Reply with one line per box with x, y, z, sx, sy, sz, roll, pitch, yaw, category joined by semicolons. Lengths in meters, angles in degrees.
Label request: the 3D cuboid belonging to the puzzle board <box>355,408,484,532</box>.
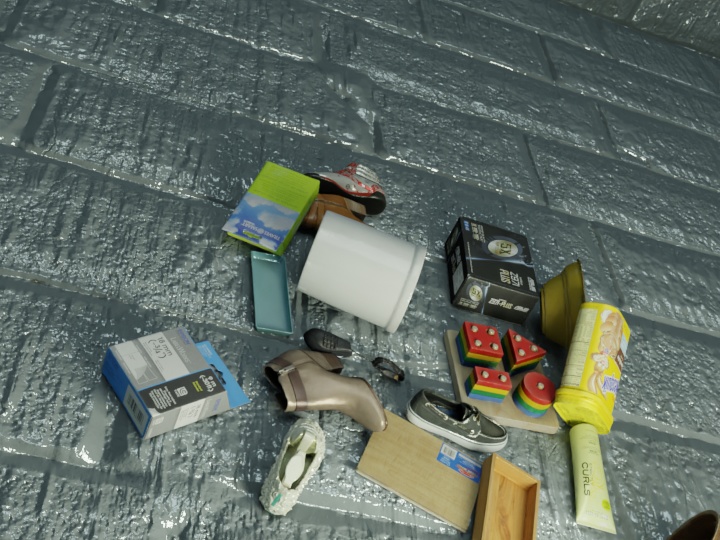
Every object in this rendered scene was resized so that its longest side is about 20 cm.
0.100;0.325;1.562;0.198;0.018;0.151;29;36;2;puzzle board

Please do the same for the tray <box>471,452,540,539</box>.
0.233;0.396;1.528;0.098;0.037;0.201;32;37;-9;tray

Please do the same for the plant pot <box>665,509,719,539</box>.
0.559;0.513;1.476;0.198;0.201;0.200;40;39;7;plant pot

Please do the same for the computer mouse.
-0.011;0.155;1.672;0.198;0.059;0.034;24;59;-10;computer mouse

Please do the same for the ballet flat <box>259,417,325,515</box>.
-0.092;0.286;1.455;0.071;0.072;0.201;25;37;-1;ballet flat

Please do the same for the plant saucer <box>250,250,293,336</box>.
-0.164;0.042;1.737;0.069;0.019;0.201;11;41;-19;plant saucer

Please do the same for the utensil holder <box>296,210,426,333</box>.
0.000;0.000;1.763;0.198;0.171;0.171;21;37;-1;utensil holder

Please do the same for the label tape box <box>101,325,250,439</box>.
-0.279;0.163;1.491;0.198;0.064;0.145;-15;54;-41;label tape box

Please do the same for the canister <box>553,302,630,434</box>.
0.428;0.178;1.753;0.086;0.149;0.202;5;65;32;canister

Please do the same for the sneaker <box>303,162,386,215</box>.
-0.043;-0.186;2.036;0.199;0.068;0.109;14;38;-22;sneaker

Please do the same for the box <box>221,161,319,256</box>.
-0.172;-0.115;1.847;0.121;0.048;0.201;21;53;10;box

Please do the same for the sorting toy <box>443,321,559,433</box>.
0.270;0.188;1.776;0.196;0.070;0.201;13;39;-17;sorting toy

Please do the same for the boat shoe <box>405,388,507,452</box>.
0.173;0.256;1.642;0.198;0.057;0.069;20;37;-17;boat shoe

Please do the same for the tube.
0.401;0.362;1.669;0.057;0.052;0.202;-12;41;17;tube

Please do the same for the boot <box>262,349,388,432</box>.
-0.065;0.204;1.562;0.145;0.071;0.200;-9;40;-40;boot

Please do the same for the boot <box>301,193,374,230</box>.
-0.057;-0.093;1.906;0.153;0.077;0.201;13;37;-19;boot

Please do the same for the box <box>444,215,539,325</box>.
0.269;-0.001;1.983;0.162;0.087;0.201;17;38;-13;box

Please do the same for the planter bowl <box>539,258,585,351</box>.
0.403;0.080;1.920;0.082;0.202;0.202;-4;38;8;planter bowl
